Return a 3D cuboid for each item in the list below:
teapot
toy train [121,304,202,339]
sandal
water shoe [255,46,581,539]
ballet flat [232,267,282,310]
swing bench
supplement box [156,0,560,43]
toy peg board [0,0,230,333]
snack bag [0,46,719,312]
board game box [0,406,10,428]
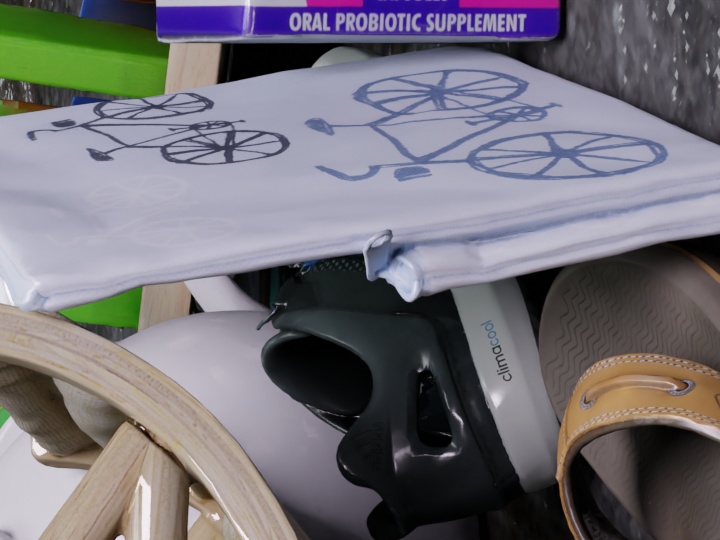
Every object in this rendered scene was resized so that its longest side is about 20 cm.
[{"bbox_3d":[-0.066,0.096,0.894,0.200,0.145,0.198,43,114,48],"label":"teapot"},{"bbox_3d":[-0.082,0.033,1.163,0.034,0.046,0.201,-20,70,56],"label":"toy train"},{"bbox_3d":[0.079,0.059,0.675,0.200,0.054,0.082,-115,30,-49],"label":"sandal"},{"bbox_3d":[0.000,0.000,0.839,0.200,0.079,0.072,-118,5,-53],"label":"water shoe"},{"bbox_3d":[-0.051,0.093,1.028,0.074,0.074,0.201,129,137,-62],"label":"ballet flat"},{"bbox_3d":[-0.068,0.129,0.714,0.199,0.129,0.201,76,-148,-78],"label":"swing bench"},{"bbox_3d":[-0.002,-0.169,0.826,0.103,0.101,0.201,-168,77,-70],"label":"supplement box"},{"bbox_3d":[-0.098,-0.085,1.031,0.199,0.097,0.201,-88,6,-63],"label":"toy peg board"},{"bbox_3d":[-0.018,-0.024,0.731,0.188,0.199,0.022,-146,49,-64],"label":"snack bag"},{"bbox_3d":[-0.107,0.143,1.089,0.101,0.047,0.201,-36,55,32],"label":"board game box"}]
